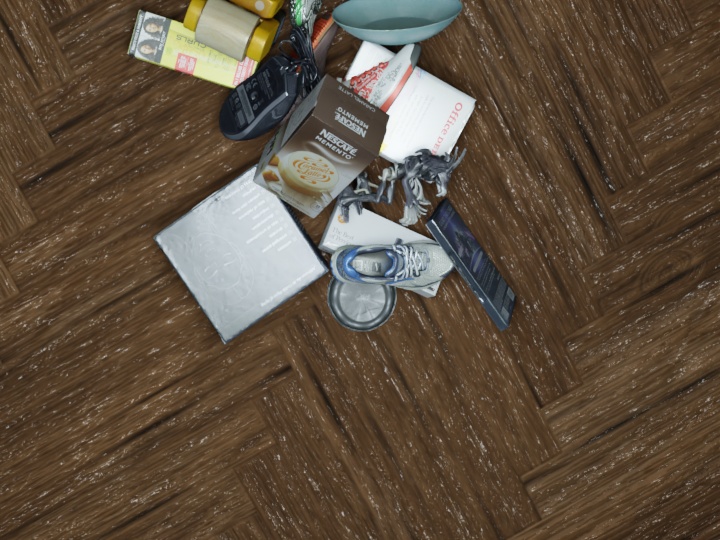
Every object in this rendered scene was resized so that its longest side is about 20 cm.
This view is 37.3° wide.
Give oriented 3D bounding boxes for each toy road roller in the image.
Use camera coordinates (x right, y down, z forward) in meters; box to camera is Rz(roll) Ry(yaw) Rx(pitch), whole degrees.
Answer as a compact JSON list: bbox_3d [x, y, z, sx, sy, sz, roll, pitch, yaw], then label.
[{"bbox_3d":[-0.170,-0.411,1.589,0.121,0.201,0.147,24,117,-4],"label":"toy road roller"}]

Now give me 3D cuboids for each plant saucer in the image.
[{"bbox_3d":[0.056,-0.375,1.609,0.197,0.202,0.039,-6,119,-1],"label":"plant saucer"}]

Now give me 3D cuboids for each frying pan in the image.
[{"bbox_3d":[0.015,0.007,1.724,0.113,0.031,0.193,19,98,-5],"label":"frying pan"}]

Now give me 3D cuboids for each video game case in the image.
[{"bbox_3d":[0.176,-0.013,1.668,0.019,0.143,0.201,-35,96,21],"label":"video game case"}]

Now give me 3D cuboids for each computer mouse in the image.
[{"bbox_3d":[-0.129,-0.259,1.607,0.199,0.052,0.140,-31,61,27],"label":"computer mouse"}]

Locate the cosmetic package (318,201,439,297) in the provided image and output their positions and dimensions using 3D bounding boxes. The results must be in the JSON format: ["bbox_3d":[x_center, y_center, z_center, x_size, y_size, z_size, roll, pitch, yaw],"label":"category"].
[{"bbox_3d":[0.040,-0.035,1.692,0.197,0.051,0.084,24,79,-9],"label":"cosmetic package"}]

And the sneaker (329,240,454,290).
[{"bbox_3d":[0.056,-0.007,1.624,0.196,0.085,0.079,-4,90,-11],"label":"sneaker"}]

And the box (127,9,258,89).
[{"bbox_3d":[-0.256,-0.339,1.666,0.197,0.050,0.076,18,96,-4],"label":"box"}]

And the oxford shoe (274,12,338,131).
[{"bbox_3d":[-0.080,-0.305,1.674,0.072,0.071,0.202,27,100,-23],"label":"oxford shoe"}]

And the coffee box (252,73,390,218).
[{"bbox_3d":[-0.059,-0.174,1.536,0.113,0.200,0.081,29,54,-16],"label":"coffee box"}]

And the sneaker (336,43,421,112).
[{"bbox_3d":[-0.001,-0.272,1.586,0.107,0.067,0.203,33,101,-6],"label":"sneaker"}]

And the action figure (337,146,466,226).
[{"bbox_3d":[0.070,-0.121,1.596,0.197,0.119,0.104,-15,93,26],"label":"action figure"}]

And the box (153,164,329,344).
[{"bbox_3d":[-0.182,-0.029,1.664,0.199,0.124,0.198,-34,95,2],"label":"box"}]

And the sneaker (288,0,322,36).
[{"bbox_3d":[-0.058,-0.448,1.635,0.084,0.078,0.203,18,84,-8],"label":"sneaker"}]

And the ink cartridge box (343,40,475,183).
[{"bbox_3d":[0.059,-0.248,1.666,0.198,0.086,0.149,29,97,-6],"label":"ink cartridge box"}]
